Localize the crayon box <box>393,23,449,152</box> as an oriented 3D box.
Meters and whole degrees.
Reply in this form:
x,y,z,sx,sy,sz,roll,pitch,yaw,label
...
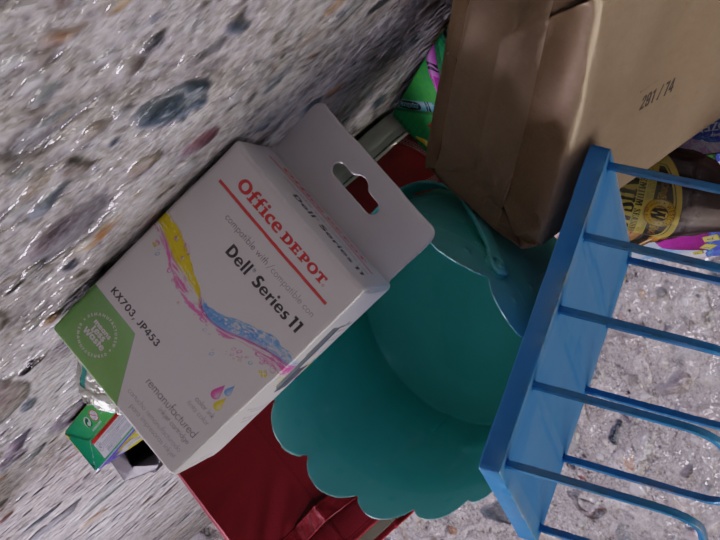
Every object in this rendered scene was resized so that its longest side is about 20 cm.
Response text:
x,y,z,sx,sy,sz,roll,pitch,yaw,label
0.124,-0.170,1.039,0.200,0.058,0.119,-38,173,-26,crayon box

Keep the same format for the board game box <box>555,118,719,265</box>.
x,y,z,sx,sy,sz,roll,pitch,yaw,label
0.202,-0.057,1.106,0.198,0.041,0.200,-6,158,9,board game box

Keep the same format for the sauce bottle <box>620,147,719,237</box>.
x,y,z,sx,sy,sz,roll,pitch,yaw,label
0.194,-0.057,0.978,0.066,0.198,0.067,9,90,-83,sauce bottle

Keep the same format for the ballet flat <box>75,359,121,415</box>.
x,y,z,sx,sy,sz,roll,pitch,yaw,label
-0.105,0.020,0.960,0.200,0.072,0.072,-39,174,-30,ballet flat

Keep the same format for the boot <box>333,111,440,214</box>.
x,y,z,sx,sy,sz,roll,pitch,yaw,label
0.000,0.000,1.067,0.200,0.145,0.072,-40,175,2,boot

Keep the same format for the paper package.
x,y,z,sx,sy,sz,roll,pitch,yaw,label
0.148,-0.145,0.883,0.199,0.103,0.192,-32,147,-33,paper package

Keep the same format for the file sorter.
x,y,z,sx,sy,sz,roll,pitch,yaw,label
0.166,0.058,0.835,0.201,0.122,0.139,-68,156,-19,file sorter

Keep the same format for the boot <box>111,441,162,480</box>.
x,y,z,sx,sy,sz,roll,pitch,yaw,label
-0.138,0.112,1.390,0.199,0.066,0.165,-28,164,-45,boot

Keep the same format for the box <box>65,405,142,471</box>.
x,y,z,sx,sy,sz,roll,pitch,yaw,label
-0.142,0.080,1.200,0.200,0.048,0.117,-36,172,-49,box

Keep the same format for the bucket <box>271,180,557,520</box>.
x,y,z,sx,sy,sz,roll,pitch,yaw,label
0.044,0.046,0.950,0.207,0.207,0.135,-45,173,34,bucket

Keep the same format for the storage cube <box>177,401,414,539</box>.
x,y,z,sx,sy,sz,roll,pitch,yaw,label
-0.042,0.170,1.311,0.171,0.180,0.200,-42,166,9,storage cube

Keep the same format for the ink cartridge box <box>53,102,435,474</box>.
x,y,z,sx,sy,sz,roll,pitch,yaw,label
-0.066,0.007,0.845,0.200,0.117,0.067,-44,171,12,ink cartridge box
